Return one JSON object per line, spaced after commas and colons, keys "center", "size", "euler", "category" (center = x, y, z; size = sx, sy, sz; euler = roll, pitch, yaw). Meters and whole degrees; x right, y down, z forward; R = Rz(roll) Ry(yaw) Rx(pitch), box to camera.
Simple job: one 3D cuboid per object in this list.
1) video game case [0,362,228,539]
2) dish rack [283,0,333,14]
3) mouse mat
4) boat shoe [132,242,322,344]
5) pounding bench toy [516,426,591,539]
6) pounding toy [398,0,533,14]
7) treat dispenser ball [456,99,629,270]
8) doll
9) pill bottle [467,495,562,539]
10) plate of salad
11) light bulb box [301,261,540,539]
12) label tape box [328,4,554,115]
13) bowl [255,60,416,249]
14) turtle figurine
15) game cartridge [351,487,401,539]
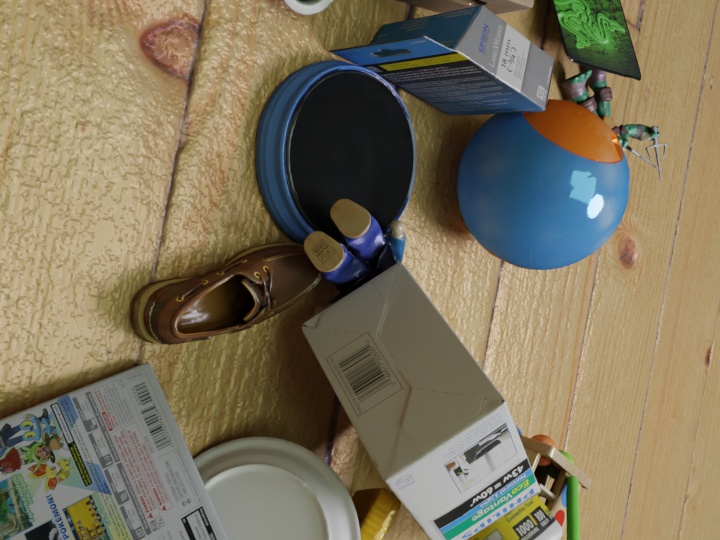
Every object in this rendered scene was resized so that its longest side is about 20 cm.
{"center": [-0.208, 0.195, 0.589], "size": [0.182, 0.022, 0.201], "euler": [-20, 83, -47], "category": "video game case"}
{"center": [-0.056, -0.359, 0.671], "size": [0.172, 0.044, 0.200], "euler": [-44, 126, 0], "category": "dish rack"}
{"center": [0.327, -0.351, 1.032], "size": [0.199, 0.008, 0.162], "euler": [-3, 77, -41], "category": "mouse mat"}
{"center": [-0.109, 0.025, 0.693], "size": [0.199, 0.067, 0.073], "euler": [-21, 110, -38], "category": "boat shoe"}
{"center": [0.233, 0.299, 0.954], "size": [0.124, 0.199, 0.157], "euler": [42, 70, -37], "category": "pounding bench toy"}
{"center": [0.106, -0.358, 0.779], "size": [0.199, 0.142, 0.185], "euler": [-3, 98, -42], "category": "pounding toy"}
{"center": [0.215, -0.101, 0.877], "size": [0.200, 0.200, 0.202], "euler": [-8, 101, -41], "category": "treat dispenser ball"}
{"center": [0.000, 0.000, 0.763], "size": [0.137, 0.048, 0.200], "euler": [-51, 156, -3], "category": "doll"}
{"center": [0.128, 0.250, 0.851], "size": [0.112, 0.200, 0.113], "euler": [-32, 159, -14], "category": "pill bottle"}
{"center": [-0.099, 0.256, 0.683], "size": [0.200, 0.199, 0.048], "euler": [-51, 164, -24], "category": "plate of salad"}
{"center": [0.062, 0.138, 0.732], "size": [0.124, 0.199, 0.200], "euler": [-31, 137, -3], "category": "light bulb box"}
{"center": [0.090, -0.229, 0.782], "size": [0.199, 0.144, 0.064], "euler": [16, 86, -42], "category": "label tape box"}
{"center": [-0.017, -0.118, 0.774], "size": [0.200, 0.039, 0.202], "euler": [-7, 101, -41], "category": "bowl"}
{"center": [0.364, -0.197, 1.066], "size": [0.150, 0.100, 0.201], "euler": [-38, 104, -52], "category": "turtle figurine"}
{"center": [-0.032, 0.318, 0.750], "size": [0.032, 0.176, 0.200], "euler": [33, 70, 1], "category": "game cartridge"}
